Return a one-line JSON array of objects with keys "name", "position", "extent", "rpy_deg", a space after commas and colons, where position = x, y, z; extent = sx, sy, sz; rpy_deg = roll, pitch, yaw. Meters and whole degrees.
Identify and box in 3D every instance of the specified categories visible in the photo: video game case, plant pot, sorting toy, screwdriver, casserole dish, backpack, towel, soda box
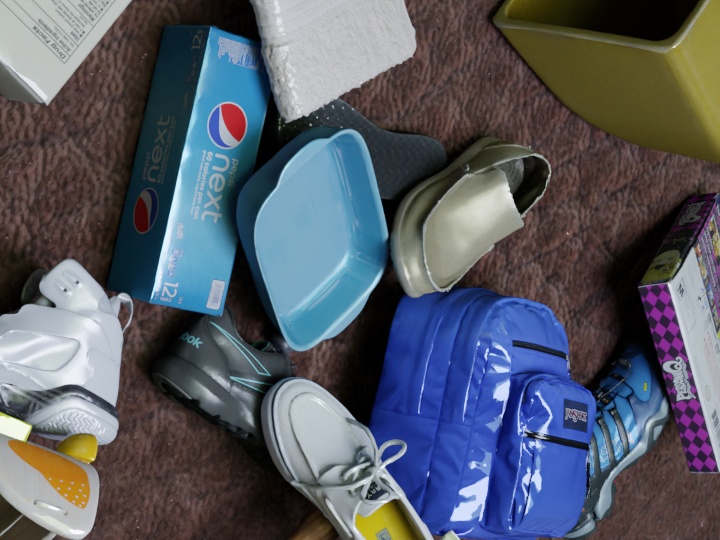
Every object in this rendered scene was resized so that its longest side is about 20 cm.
[{"name": "video game case", "position": [0.321, 0.056, 1.446], "extent": [0.181, 0.036, 0.200], "rpy_deg": [-49, 126, -50]}, {"name": "plant pot", "position": [0.272, -0.201, 1.325], "extent": [0.194, 0.195, 0.200], "rpy_deg": [-53, 132, -17]}, {"name": "sorting toy", "position": [-0.283, 0.130, 1.000], "extent": [0.180, 0.200, 0.107], "rpy_deg": [33, 43, -20]}, {"name": "screwdriver", "position": [0.000, 0.000, 1.257], "extent": [0.200, 0.029, 0.028], "rpy_deg": [-43, 119, -27]}, {"name": "casserole dish", "position": [-0.038, -0.027, 1.154], "extent": [0.121, 0.039, 0.200], "rpy_deg": [-44, 145, -22]}, {"name": "backpack", "position": [0.103, 0.115, 1.255], "extent": [0.162, 0.167, 0.201], "rpy_deg": [20, 76, -59]}, {"name": "towel", "position": [-0.018, -0.200, 1.156], "extent": [0.200, 0.034, 0.133], "rpy_deg": [-40, 121, -54]}, {"name": "soda box", "position": [-0.122, -0.073, 1.127], "extent": [0.064, 0.068, 0.201], "rpy_deg": [13, 90, -38]}]

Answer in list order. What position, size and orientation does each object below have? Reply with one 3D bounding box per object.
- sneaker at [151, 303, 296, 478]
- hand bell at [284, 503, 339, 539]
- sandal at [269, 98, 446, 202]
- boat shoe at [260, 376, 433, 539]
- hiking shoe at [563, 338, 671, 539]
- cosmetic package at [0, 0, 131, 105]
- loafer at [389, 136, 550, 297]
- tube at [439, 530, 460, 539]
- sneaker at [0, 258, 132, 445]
[{"name": "sneaker", "position": [-0.067, 0.105, 1.193], "extent": [0.200, 0.075, 0.079], "rpy_deg": [43, 69, -34]}, {"name": "hand bell", "position": [-0.062, 0.221, 1.175], "extent": [0.200, 0.104, 0.104], "rpy_deg": [-38, 118, -13]}, {"name": "sandal", "position": [-0.009, -0.089, 1.226], "extent": [0.200, 0.048, 0.076], "rpy_deg": [15, 88, -49]}, {"name": "boat shoe", "position": [0.003, 0.162, 1.131], "extent": [0.075, 0.086, 0.202], "rpy_deg": [-29, 89, -29]}, {"name": "hiking shoe", "position": [0.215, 0.143, 1.403], "extent": [0.087, 0.074, 0.200], "rpy_deg": [36, 76, -35]}, {"name": "cosmetic package", "position": [-0.199, -0.219, 1.044], "extent": [0.105, 0.071, 0.200], "rpy_deg": [47, 70, -32]}, {"name": "loafer", "position": [0.091, -0.050, 1.253], "extent": [0.200, 0.068, 0.076], "rpy_deg": [-50, 126, -41]}, {"name": "tube", "position": [0.038, 0.275, 1.228], "extent": [0.058, 0.200, 0.052], "rpy_deg": [19, 48, -28]}, {"name": "sneaker", "position": [-0.248, 0.042, 1.055], "extent": [0.200, 0.075, 0.115], "rpy_deg": [20, 73, -26]}]
